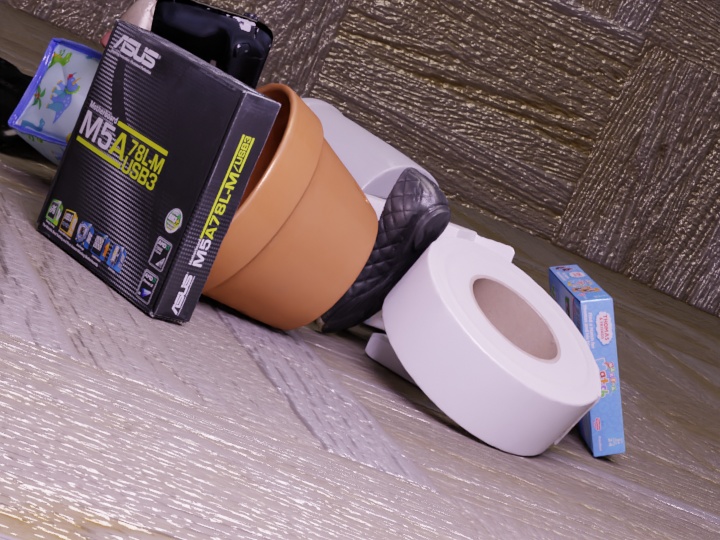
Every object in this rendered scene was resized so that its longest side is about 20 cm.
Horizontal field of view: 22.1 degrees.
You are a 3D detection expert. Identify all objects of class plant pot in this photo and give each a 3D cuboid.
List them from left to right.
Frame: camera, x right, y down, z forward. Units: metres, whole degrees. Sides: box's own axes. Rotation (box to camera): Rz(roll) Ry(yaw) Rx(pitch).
[{"bbox_3d":[-0.079,-0.042,1.618,0.140,0.201,0.200,39,1,-24],"label":"plant pot"}]

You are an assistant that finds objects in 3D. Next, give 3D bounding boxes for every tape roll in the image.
[{"bbox_3d":[0.117,0.066,1.634,0.202,0.071,0.203,34,25,-18],"label":"tape roll"}]

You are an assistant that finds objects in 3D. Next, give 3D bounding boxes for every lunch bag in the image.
[{"bbox_3d":[-0.215,-0.122,1.808,0.199,0.128,0.170,20,-10,32],"label":"lunch bag"}]

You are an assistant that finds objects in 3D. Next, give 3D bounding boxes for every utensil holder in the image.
[{"bbox_3d":[-0.024,-0.085,2.146,0.169,0.171,0.200,18,13,-45],"label":"utensil holder"}]

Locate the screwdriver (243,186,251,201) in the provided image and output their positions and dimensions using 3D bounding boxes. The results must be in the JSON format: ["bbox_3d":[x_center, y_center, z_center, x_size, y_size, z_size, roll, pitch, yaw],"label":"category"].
[{"bbox_3d":[-0.148,-0.118,1.692,0.200,0.028,0.029,50,5,-21],"label":"screwdriver"}]

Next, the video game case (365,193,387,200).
[{"bbox_3d":[-0.051,-0.051,1.932,0.141,0.019,0.200,9,-17,-6],"label":"video game case"}]

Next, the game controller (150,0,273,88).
[{"bbox_3d":[-0.136,-0.191,1.620,0.104,0.042,0.200,26,-16,-4],"label":"game controller"}]

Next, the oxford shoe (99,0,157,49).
[{"bbox_3d":[-0.163,-0.197,1.770,0.070,0.075,0.200,39,4,33],"label":"oxford shoe"}]

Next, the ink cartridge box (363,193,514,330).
[{"bbox_3d":[0.035,-0.002,1.768,0.198,0.118,0.067,19,3,21],"label":"ink cartridge box"}]

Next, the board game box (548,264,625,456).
[{"bbox_3d":[0.224,0.085,1.840,0.036,0.153,0.200,-7,10,-3],"label":"board game box"}]

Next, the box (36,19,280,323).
[{"bbox_3d":[-0.170,-0.085,1.510,0.047,0.195,0.199,12,15,-44],"label":"box"}]

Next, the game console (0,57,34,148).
[{"bbox_3d":[-0.385,-0.157,2.005,0.199,0.117,0.175,29,38,32],"label":"game console"}]

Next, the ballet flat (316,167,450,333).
[{"bbox_3d":[0.018,-0.012,1.678,0.066,0.200,0.057,-6,55,-45],"label":"ballet flat"}]

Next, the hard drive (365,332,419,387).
[{"bbox_3d":[0.109,0.107,1.764,0.131,0.027,0.199,30,8,34],"label":"hard drive"}]
